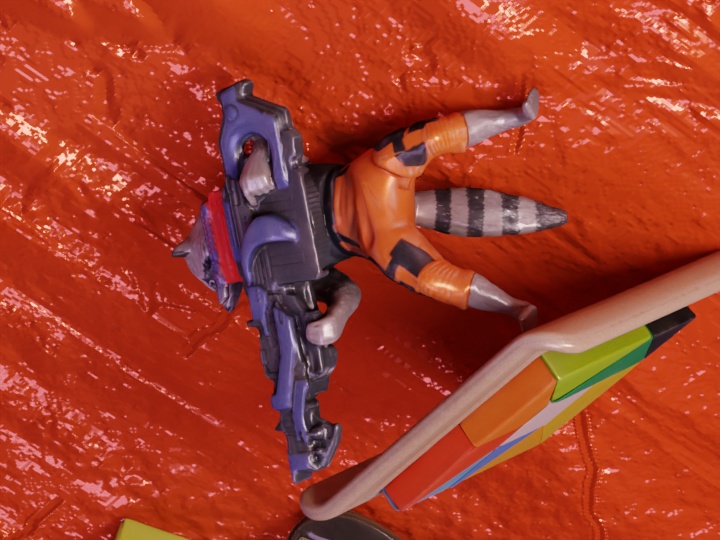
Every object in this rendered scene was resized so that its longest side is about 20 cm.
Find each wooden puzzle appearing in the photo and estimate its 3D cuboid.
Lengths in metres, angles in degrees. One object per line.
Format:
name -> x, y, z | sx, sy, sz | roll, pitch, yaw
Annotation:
wooden puzzle -> 0.087, 0.063, 1.357 | 0.200, 0.185, 0.037 | -37, 79, 39

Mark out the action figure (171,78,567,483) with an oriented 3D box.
action figure -> 0.000, 0.000, 1.352 | 0.192, 0.105, 0.201 | -1, 98, 21

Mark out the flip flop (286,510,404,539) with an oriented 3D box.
flip flop -> 0.039, 0.209, 1.575 | 0.200, 0.058, 0.081 | 36, 87, -5

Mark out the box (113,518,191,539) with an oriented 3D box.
box -> -0.112, 0.229, 1.634 | 0.121, 0.048, 0.200 | 19, 133, -7
